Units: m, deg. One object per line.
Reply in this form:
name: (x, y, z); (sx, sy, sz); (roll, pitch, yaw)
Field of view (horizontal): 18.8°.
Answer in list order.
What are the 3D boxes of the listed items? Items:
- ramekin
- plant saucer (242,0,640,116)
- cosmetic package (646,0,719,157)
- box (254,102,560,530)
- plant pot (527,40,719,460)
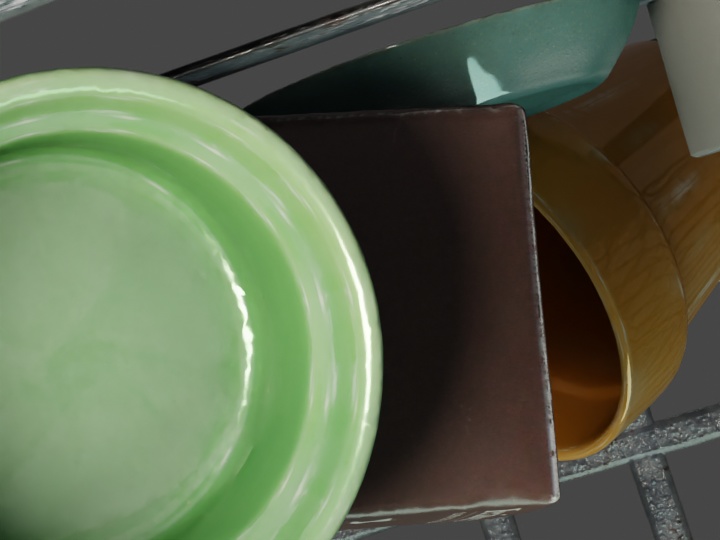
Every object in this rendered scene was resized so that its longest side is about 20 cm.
ramekin: (-0.100, 0.033, 0.757); (0.199, 0.201, 0.098); (-17, -174, -17)
plant saucer: (0.040, -0.082, 1.007); (0.199, 0.036, 0.200); (-18, 178, -1)
cosmetic package: (0.217, -0.114, 0.958); (0.107, 0.090, 0.200); (-17, -179, -17)
box: (-0.035, 0.030, 0.920); (0.199, 0.165, 0.166); (-4, 172, -7)
plant pot: (0.123, -0.030, 1.184); (0.183, 0.201, 0.200); (-37, -171, -31)
